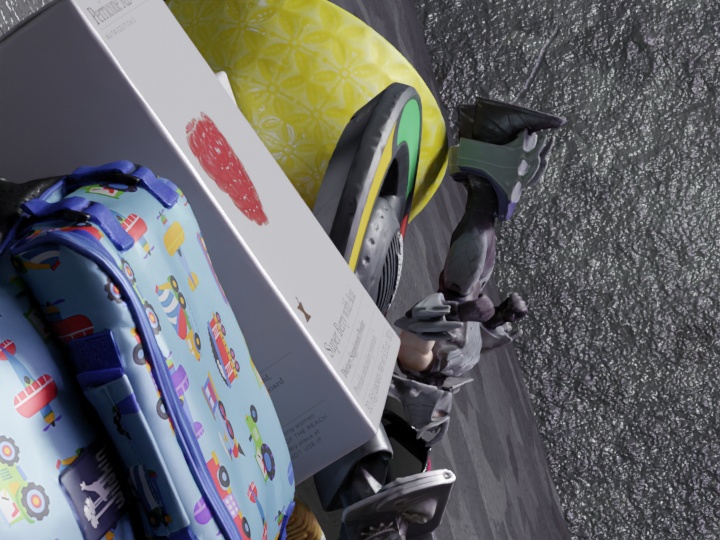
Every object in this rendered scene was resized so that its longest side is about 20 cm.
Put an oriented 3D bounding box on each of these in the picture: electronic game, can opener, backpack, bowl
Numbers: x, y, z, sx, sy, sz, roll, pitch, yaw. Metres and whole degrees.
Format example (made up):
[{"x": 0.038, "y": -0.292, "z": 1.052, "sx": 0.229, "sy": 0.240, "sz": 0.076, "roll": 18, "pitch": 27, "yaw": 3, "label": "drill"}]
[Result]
[{"x": 0.000, "y": 0.000, "z": 1.017, "sx": 0.200, "sy": 0.041, "sz": 0.201, "roll": 14, "pitch": 90, "yaw": -82, "label": "electronic game"}, {"x": 0.007, "y": 0.121, "z": 0.930, "sx": 0.200, "sy": 0.053, "sz": 0.067, "roll": 100, "pitch": -30, "yaw": -67, "label": "can opener"}, {"x": -0.112, "y": 0.069, "z": 0.609, "sx": 0.200, "sy": 0.134, "sz": 0.184, "roll": -56, "pitch": 127, "yaw": -75, "label": "backpack"}, {"x": -0.057, "y": -0.063, "z": 1.138, "sx": 0.108, "sy": 0.199, "sz": 0.201, "roll": -62, "pitch": 144, "yaw": -31, "label": "bowl"}]

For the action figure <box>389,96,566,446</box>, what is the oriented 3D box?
[{"x": 0.061, "y": 0.004, "z": 1.103, "sx": 0.130, "sy": 0.069, "sz": 0.201, "roll": 0, "pitch": 105, "yaw": -80, "label": "action figure"}]

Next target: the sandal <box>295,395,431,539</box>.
[{"x": 0.009, "y": 0.112, "z": 1.097, "sx": 0.075, "sy": 0.045, "sz": 0.200, "roll": 56, "pitch": 19, "yaw": 1, "label": "sandal"}]

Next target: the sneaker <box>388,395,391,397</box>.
[{"x": -0.030, "y": 0.025, "z": 1.314, "sx": 0.078, "sy": 0.086, "sz": 0.201, "roll": -16, "pitch": 88, "yaw": -82, "label": "sneaker"}]

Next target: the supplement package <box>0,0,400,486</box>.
[{"x": -0.090, "y": -0.004, "z": 0.770, "sx": 0.200, "sy": 0.119, "sz": 0.121, "roll": 55, "pitch": 14, "yaw": -10, "label": "supplement package"}]

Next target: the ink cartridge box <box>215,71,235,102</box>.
[{"x": -0.097, "y": -0.008, "z": 0.984, "sx": 0.200, "sy": 0.084, "sz": 0.146, "roll": -70, "pitch": 142, "yaw": -75, "label": "ink cartridge box"}]

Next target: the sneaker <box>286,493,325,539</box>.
[{"x": -0.060, "y": 0.144, "z": 0.960, "sx": 0.200, "sy": 0.075, "sz": 0.088, "roll": 88, "pitch": -20, "yaw": -56, "label": "sneaker"}]
